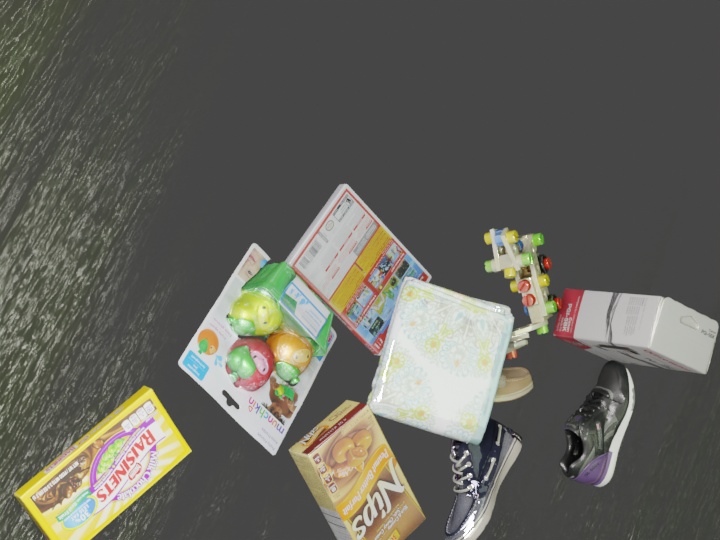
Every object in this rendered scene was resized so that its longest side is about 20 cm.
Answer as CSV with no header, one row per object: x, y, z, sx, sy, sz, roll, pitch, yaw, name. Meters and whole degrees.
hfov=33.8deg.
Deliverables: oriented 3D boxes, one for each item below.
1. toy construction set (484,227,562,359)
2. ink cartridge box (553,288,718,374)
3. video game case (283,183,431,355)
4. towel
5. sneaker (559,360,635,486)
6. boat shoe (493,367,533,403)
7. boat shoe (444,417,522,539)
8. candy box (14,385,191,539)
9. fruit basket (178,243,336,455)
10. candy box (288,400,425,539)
0.237,0.029,1.745,0.131,0.092,0.201,-22,112,-60,toy construction set
0.420,0.092,1.814,0.146,0.200,0.083,23,80,-33,ink cartridge box
0.000,0.000,1.624,0.200,0.017,0.143,46,67,-27,video game case
0.113,0.123,1.640,0.170,0.048,0.201,18,79,-9,towel
0.370,0.236,1.865,0.087,0.076,0.201,17,82,-28,sneaker
0.171,0.153,1.717,0.199,0.074,0.070,-5,101,-34,boat shoe
0.154,0.299,1.720,0.093,0.075,0.201,41,61,-22,boat shoe
-0.303,0.240,1.413,0.200,0.026,0.103,-41,117,-27,candy box
-0.117,0.096,1.483,0.185,0.093,0.201,49,46,-26,fruit basket
-0.002,0.292,1.611,0.115,0.055,0.201,-37,112,-28,candy box
